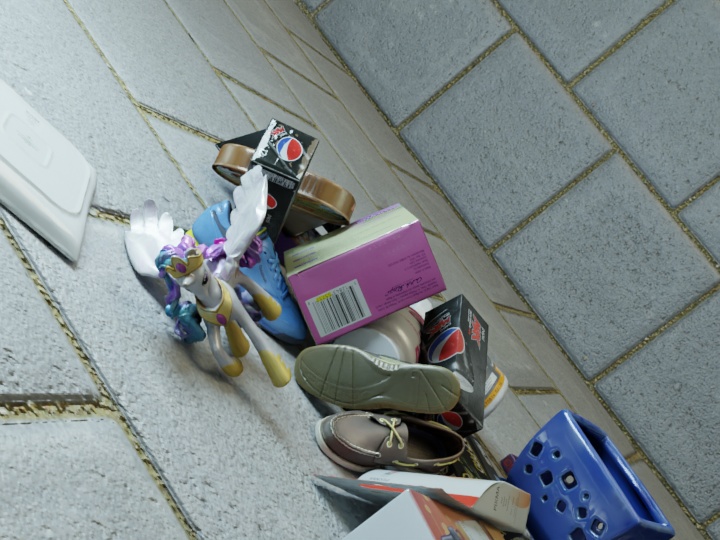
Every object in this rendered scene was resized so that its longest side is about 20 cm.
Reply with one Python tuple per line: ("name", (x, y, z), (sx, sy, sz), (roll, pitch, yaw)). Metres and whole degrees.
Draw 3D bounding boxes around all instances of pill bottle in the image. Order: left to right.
("pill bottle", (0.024, 0.108, 1.451), (0.114, 0.113, 0.200), (51, 13, 3))
("pill bottle", (0.125, 0.139, 1.703), (0.200, 0.116, 0.116), (48, 13, -11))

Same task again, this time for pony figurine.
("pony figurine", (-0.146, 0.005, 1.141), (0.194, 0.166, 0.200), (-103, 166, -49))

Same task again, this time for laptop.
("laptop", (-0.117, -0.110, 1.642), (0.178, 0.103, 0.200), (52, -13, 11))

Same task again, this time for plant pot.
("plant pot", (0.312, 0.345, 1.610), (0.200, 0.180, 0.200), (31, 22, -55))

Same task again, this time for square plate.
("square plate", (-0.332, -0.120, 1.073), (0.200, 0.028, 0.198), (45, 14, -24))

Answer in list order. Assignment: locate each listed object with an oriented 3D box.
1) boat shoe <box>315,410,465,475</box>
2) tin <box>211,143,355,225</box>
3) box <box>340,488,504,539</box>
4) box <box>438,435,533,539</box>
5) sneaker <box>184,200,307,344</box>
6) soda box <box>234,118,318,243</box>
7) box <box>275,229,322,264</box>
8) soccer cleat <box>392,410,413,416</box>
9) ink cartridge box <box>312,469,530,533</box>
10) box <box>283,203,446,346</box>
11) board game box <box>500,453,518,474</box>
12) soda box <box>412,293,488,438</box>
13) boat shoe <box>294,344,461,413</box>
("boat shoe", (0.037, 0.196, 1.277), (0.199, 0.059, 0.072), (20, 48, -38))
("tin", (-0.101, -0.115, 1.482), (0.199, 0.042, 0.112), (22, -13, 0))
("box", (0.087, 0.322, 1.077), (0.200, 0.106, 0.153), (35, 20, -51))
("box", (0.139, 0.279, 1.503), (0.161, 0.049, 0.200), (42, 13, -38))
("sneaker", (-0.121, 0.003, 1.339), (0.200, 0.078, 0.066), (49, 11, -13))
("soda box", (-0.112, -0.096, 1.359), (0.063, 0.200, 0.071), (25, 59, -4))
("box", (-0.092, -0.040, 1.637), (0.200, 0.039, 0.137), (44, 14, -26))
("soccer cleat", (0.080, 0.174, 1.435), (0.200, 0.068, 0.086), (-65, 142, -52))
("ink cartridge box", (0.068, 0.230, 1.183), (0.200, 0.161, 0.050), (39, 58, -48))
("box", (0.000, 0.000, 1.422), (0.200, 0.175, 0.097), (-120, -173, -79))
("board game box", (0.309, 0.396, 1.805), (0.120, 0.032, 0.201), (27, 27, -51))
("soda box", (0.118, 0.124, 1.415), (0.071, 0.063, 0.201), (48, 29, -25))
("boat shoe", (0.022, 0.134, 1.304), (0.066, 0.199, 0.072), (47, 52, -72))
